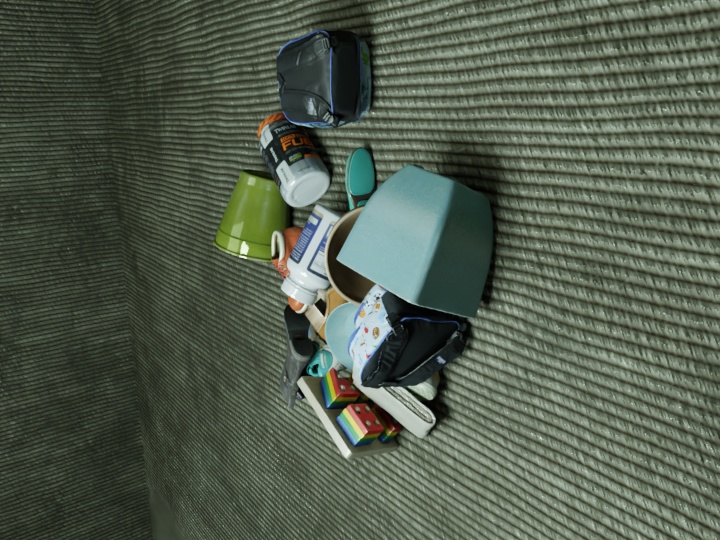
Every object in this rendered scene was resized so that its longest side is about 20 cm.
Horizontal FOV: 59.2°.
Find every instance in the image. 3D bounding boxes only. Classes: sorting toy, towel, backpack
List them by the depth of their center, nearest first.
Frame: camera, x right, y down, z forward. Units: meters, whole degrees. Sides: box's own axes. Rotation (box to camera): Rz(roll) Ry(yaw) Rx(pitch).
[{"bbox_3d":[0.065,0.125,1.175,0.192,0.197,0.155,-57,39,24],"label":"backpack"},{"bbox_3d":[0.064,0.258,1.285,0.199,0.035,0.133,38,159,14],"label":"towel"},{"bbox_3d":[-0.074,-0.384,1.298,0.198,0.145,0.188,10,107,48],"label":"backpack"},{"bbox_3d":[-0.010,0.293,1.366,0.070,0.199,0.200,-48,60,16],"label":"sorting toy"}]

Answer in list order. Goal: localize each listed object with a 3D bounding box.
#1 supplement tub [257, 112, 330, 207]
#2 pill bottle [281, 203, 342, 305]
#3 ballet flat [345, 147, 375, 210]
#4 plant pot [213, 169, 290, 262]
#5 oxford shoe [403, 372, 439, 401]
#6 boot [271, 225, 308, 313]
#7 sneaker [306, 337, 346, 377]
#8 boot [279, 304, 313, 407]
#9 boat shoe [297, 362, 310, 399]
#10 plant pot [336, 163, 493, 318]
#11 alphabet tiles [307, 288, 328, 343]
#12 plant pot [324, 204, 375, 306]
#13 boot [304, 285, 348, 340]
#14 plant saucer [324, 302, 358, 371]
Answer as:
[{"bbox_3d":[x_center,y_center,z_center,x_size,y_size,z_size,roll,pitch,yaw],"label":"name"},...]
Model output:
[{"bbox_3d":[-0.160,-0.260,1.477,0.202,0.120,0.123,60,141,24],"label":"supplement tub"},{"bbox_3d":[-0.094,-0.032,1.389,0.110,0.110,0.203,34,97,45],"label":"pill bottle"},{"bbox_3d":[-0.002,-0.152,1.333,0.070,0.066,0.206,172,90,-69],"label":"ballet flat"},{"bbox_3d":[-0.259,-0.147,1.610,0.199,0.197,0.198,29,111,47],"label":"plant pot"},{"bbox_3d":[0.102,0.229,1.297,0.075,0.059,0.199,35,156,-14],"label":"oxford shoe"},{"bbox_3d":[-0.163,0.000,1.462,0.074,0.106,0.206,8,101,47],"label":"boot"},{"bbox_3d":[-0.099,0.216,1.514,0.078,0.079,0.199,55,164,-12],"label":"sneaker"},{"bbox_3d":[-0.167,0.202,1.528,0.202,0.068,0.177,-103,26,-48],"label":"boot"},{"bbox_3d":[-0.154,0.238,1.628,0.201,0.091,0.076,52,137,33],"label":"boat shoe"},{"bbox_3d":[0.114,-0.060,1.077,0.194,0.194,0.204,30,100,42],"label":"plant pot"},{"bbox_3d":[-0.090,0.117,1.531,0.195,0.014,0.202,44,143,21],"label":"alphabet tiles"},{"bbox_3d":[0.028,-0.036,1.256,0.093,0.195,0.206,-86,-3,-74],"label":"plant pot"},{"bbox_3d":[-0.021,0.101,1.392,0.155,0.077,0.200,46,121,0],"label":"boot"},{"bbox_3d":[0.021,0.139,1.339,0.196,0.039,0.205,11,126,15],"label":"plant saucer"}]
